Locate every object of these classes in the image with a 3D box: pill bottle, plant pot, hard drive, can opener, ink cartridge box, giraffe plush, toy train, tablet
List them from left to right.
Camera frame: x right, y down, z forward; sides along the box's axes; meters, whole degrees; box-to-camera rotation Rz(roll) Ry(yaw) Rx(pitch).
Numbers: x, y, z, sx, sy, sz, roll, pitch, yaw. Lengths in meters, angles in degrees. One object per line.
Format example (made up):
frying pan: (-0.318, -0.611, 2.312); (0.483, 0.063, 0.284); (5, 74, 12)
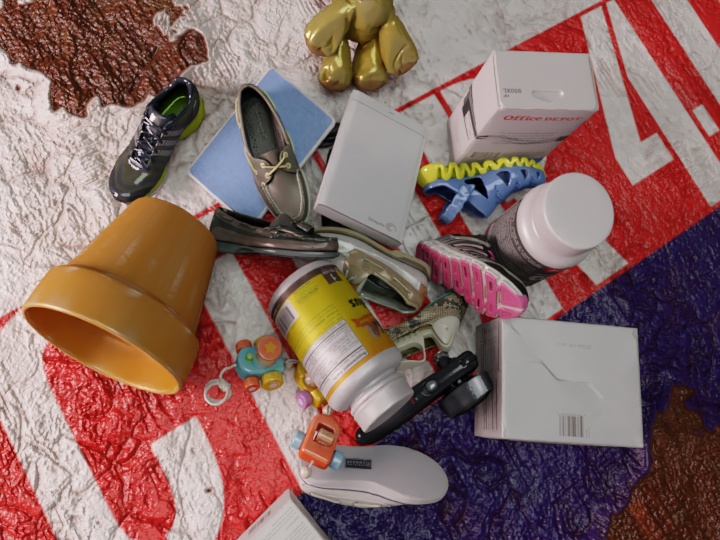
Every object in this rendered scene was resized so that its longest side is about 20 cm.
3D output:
plant pot: (-0.269, 0.021, 0.725); (0.196, 0.201, 0.186); (24, 60, -3)
tablet: (-0.142, -0.178, 0.848); (0.129, 0.014, 0.201); (39, 87, 3)
toy train: (-0.092, 0.158, 0.753); (0.197, 0.056, 0.151); (30, 43, 0)
pill bottle: (-0.022, 0.094, 0.734); (0.108, 0.110, 0.201); (-33, 71, -14)
giraffe plush: (-0.007, -0.394, 0.876); (0.168, 0.203, 0.165); (-7, 50, -7)
hard drive: (0.020, -0.147, 0.837); (0.129, 0.027, 0.204); (23, 63, -16)
can opener: (0.077, 0.173, 0.780); (0.197, 0.064, 0.080); (-31, 59, 4)
ink cartridge box: (0.221, -0.221, 0.841); (0.141, 0.200, 0.087); (-3, 78, -10)
pill bottle: (0.251, -0.050, 0.810); (0.111, 0.200, 0.117); (2, 78, -8)

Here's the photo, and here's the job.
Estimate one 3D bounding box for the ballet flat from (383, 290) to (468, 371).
ballet flat: (0.079, 0.097, 0.815); (0.196, 0.069, 0.076); (-23, 42, -11)

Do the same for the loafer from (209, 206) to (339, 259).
loafer: (-0.119, -0.050, 0.779); (0.195, 0.072, 0.065); (4, 92, 21)

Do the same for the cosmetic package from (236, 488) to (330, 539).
cosmetic package: (-0.062, 0.390, 0.725); (0.107, 0.085, 0.201); (-38, 87, -14)

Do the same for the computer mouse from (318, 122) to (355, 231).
computer mouse: (-0.017, -0.131, 0.859); (0.135, 0.053, 0.206); (0, 78, -10)

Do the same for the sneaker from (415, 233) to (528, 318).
sneaker: (0.165, -0.005, 0.812); (0.086, 0.199, 0.075); (-25, 123, -25)

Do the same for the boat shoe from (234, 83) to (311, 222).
boat shoe: (-0.123, -0.156, 0.809); (0.071, 0.060, 0.206); (-21, 86, -1)

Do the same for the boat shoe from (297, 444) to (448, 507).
boat shoe: (0.014, 0.277, 0.770); (0.194, 0.067, 0.073); (5, 41, -6)

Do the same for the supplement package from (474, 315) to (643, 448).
supplement package: (0.268, 0.157, 0.815); (0.194, 0.111, 0.160); (6, 77, -7)

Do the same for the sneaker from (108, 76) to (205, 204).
sneaker: (-0.286, -0.185, 0.811); (0.073, 0.081, 0.204); (26, 75, -2)

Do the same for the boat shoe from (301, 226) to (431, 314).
boat shoe: (0.000, 0.000, 0.811); (0.195, 0.075, 0.070); (16, 54, 1)

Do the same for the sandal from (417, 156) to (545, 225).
sandal: (0.182, -0.118, 0.882); (0.194, 0.080, 0.090); (-8, 83, -2)
